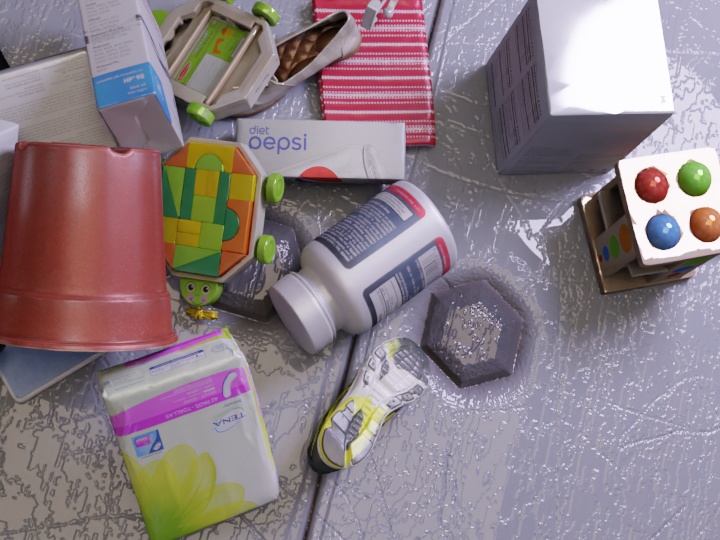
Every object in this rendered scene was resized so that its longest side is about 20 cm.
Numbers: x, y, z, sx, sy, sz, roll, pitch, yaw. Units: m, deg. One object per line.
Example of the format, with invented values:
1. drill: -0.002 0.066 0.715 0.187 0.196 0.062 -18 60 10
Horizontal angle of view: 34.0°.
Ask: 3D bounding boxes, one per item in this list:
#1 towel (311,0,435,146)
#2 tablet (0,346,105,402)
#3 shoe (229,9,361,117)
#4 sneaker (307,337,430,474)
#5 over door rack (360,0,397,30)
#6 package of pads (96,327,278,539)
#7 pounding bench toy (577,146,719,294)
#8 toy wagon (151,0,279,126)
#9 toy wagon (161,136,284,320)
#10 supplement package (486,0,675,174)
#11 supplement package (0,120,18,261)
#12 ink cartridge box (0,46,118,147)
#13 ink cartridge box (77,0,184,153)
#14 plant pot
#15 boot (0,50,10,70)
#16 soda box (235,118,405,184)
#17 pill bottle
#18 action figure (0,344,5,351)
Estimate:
1. towel: 0.016 -0.247 1.448 0.142 0.023 0.204 -3 77 -10
2. tablet: -0.328 0.043 1.320 0.198 0.014 0.131 -31 83 -15
3. shoe: -0.091 -0.250 1.401 0.198 0.053 0.071 -30 78 -3
4. sneaker: 0.002 0.149 1.322 0.075 0.084 0.200 49 52 -3
5. over door rack: -0.025 -0.350 1.404 0.146 0.067 0.201 27 36 4
6. package of pads: -0.175 0.174 1.238 0.152 0.068 0.203 -18 118 -13
7. pounding bench toy: 0.386 -0.065 1.396 0.197 0.156 0.126 -9 77 -12
8. toy wagon: -0.191 -0.260 1.379 0.198 0.040 0.156 27 77 24
9. toy wagon: -0.169 -0.044 1.323 0.153 0.040 0.204 8 91 17
10. supplement package: 0.252 -0.217 1.388 0.149 0.200 0.153 -2 76 -11
11. supplement package: -0.453 -0.053 1.193 0.148 0.152 0.203 13 109 4
12. ink cartridge box: -0.342 -0.126 1.291 0.160 0.050 0.203 -16 108 -5
13. ink cartridge box: -0.255 -0.238 1.291 0.066 0.116 0.203 -16 66 1
14. plant pot: -0.281 -0.029 1.207 0.197 0.201 0.199 3 95 -9
15. boot: -0.369 -0.201 1.340 0.165 0.076 0.204 -8 84 -8
16. soda box: -0.046 -0.137 1.372 0.196 0.063 0.070 2 88 -3
17. pill bottle: 0.000 0.000 1.333 0.199 0.120 0.120 -35 84 -16
18. action figure: -0.435 0.162 1.226 0.117 0.102 0.203 7 75 8
